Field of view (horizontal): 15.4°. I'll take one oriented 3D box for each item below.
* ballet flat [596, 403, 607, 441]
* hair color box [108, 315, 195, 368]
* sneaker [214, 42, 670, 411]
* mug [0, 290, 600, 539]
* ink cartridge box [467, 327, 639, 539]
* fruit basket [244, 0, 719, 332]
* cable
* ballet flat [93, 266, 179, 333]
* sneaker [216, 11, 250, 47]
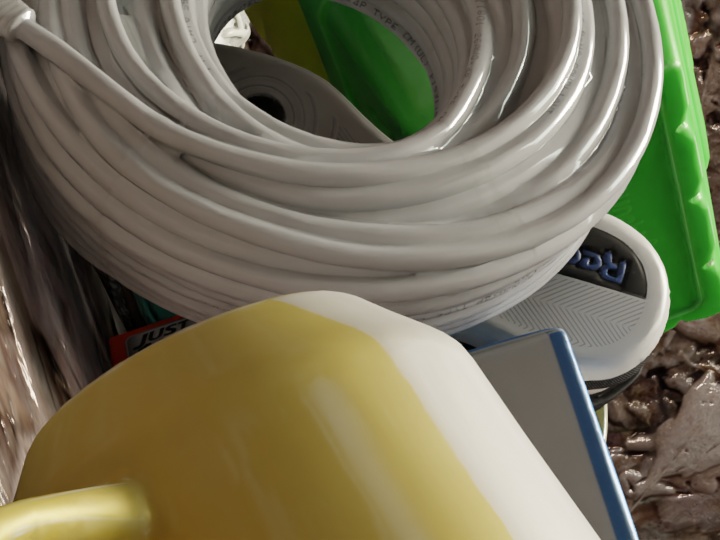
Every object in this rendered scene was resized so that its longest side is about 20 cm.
[{"bbox_3d":[0.061,0.076,1.032,0.200,0.062,0.068,-66,174,-48],"label":"ballet flat"},{"bbox_3d":[-0.028,0.106,0.837,0.200,0.061,0.102,-106,176,-55],"label":"hair color box"},{"bbox_3d":[0.000,0.000,0.883,0.112,0.199,0.073,97,19,-69],"label":"sneaker"},{"bbox_3d":[-0.004,0.084,0.545,0.187,0.149,0.154,86,-22,-69],"label":"mug"},{"bbox_3d":[0.053,0.121,0.843,0.200,0.084,0.145,74,-2,-71],"label":"ink cartridge box"},{"bbox_3d":[0.044,-0.083,0.998,0.216,0.155,0.217,-21,90,-89],"label":"fruit basket"},{"bbox_3d":[-0.011,-0.065,0.808,0.200,0.199,0.069,50,-29,20],"label":"cable"},{"bbox_3d":[-0.079,-0.051,0.915,0.072,0.072,0.201,-106,178,-69],"label":"ballet flat"},{"bbox_3d":[-0.079,-0.112,1.265,0.075,0.086,0.201,73,0,-81],"label":"sneaker"}]
